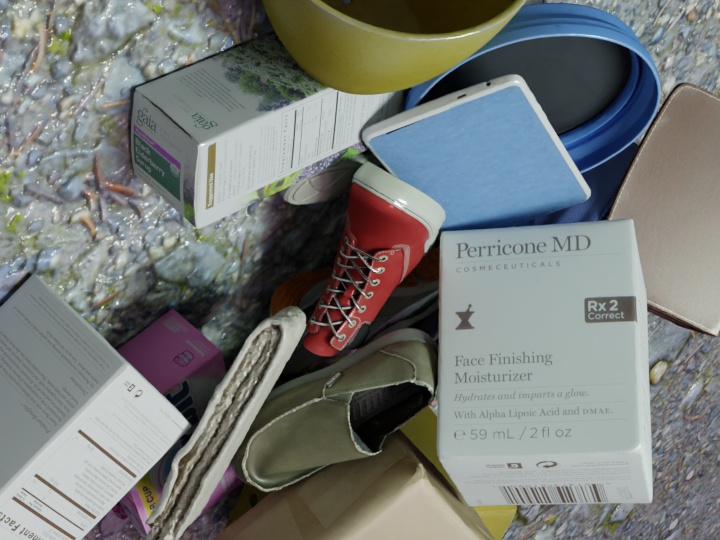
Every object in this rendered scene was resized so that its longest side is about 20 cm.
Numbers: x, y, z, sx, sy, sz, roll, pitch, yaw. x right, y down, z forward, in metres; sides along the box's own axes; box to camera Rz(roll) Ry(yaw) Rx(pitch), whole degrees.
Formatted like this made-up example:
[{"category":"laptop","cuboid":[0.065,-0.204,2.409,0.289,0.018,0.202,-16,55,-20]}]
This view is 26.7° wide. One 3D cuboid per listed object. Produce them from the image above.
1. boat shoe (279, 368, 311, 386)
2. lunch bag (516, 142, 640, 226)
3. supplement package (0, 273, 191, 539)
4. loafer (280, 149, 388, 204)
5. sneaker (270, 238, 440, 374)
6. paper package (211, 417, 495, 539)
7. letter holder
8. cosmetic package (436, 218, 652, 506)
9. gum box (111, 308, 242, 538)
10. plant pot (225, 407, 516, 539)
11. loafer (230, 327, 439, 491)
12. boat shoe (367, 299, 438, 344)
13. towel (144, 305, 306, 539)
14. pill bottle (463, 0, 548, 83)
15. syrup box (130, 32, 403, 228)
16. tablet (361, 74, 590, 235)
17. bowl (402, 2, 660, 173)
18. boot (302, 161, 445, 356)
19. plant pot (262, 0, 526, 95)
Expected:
[{"category":"boat shoe","cuboid":[-0.044,0.120,1.378,0.202,0.075,0.075,-42,122,-67]},{"category":"lunch bag","cuboid":[0.185,-0.046,1.460,0.200,0.132,0.136,-53,152,-23]},{"category":"supplement package","cuboid":[-0.248,0.129,1.098,0.200,0.121,0.120,-45,149,-8]},{"category":"loafer","cuboid":[-0.001,-0.097,1.240,0.072,0.063,0.200,-41,161,33]},{"category":"sneaker","cuboid":[-0.001,0.028,1.373,0.200,0.076,0.092,-22,147,-28]},{"category":"paper package","cuboid":[0.004,0.252,1.308,0.200,0.103,0.191,-39,128,3]},{"category":"letter holder","cuboid":[0.298,-0.060,1.417,0.101,0.142,0.200,-149,-96,-84]},{"category":"cosmetic package","cuboid":[0.158,0.082,1.274,0.165,0.165,0.200,60,29,-64]},{"category":"gum box","cuboid":[-0.164,0.141,1.271,0.113,0.066,0.200,-38,147,-23]},{"category":"plant pot","cuboid":[-0.010,0.245,1.473,0.200,0.196,0.194,5,120,-41]},{"category":"loafer","cuboid":[-0.021,0.120,1.237,0.200,0.070,0.075,-35,119,10]},{"category":"boat shoe","cuboid":[0.088,0.063,1.521,0.200,0.062,0.075,-28,140,-34]},{"category":"towel","cuboid":[-0.105,0.117,1.182,0.200,0.034,0.133,-60,179,5]},{"category":"pill bottle","cuboid":[0.097,-0.195,1.211,0.112,0.112,0.200,-46,149,-8]},{"category":"syrup box","cuboid":[-0.066,-0.115,1.117,0.200,0.079,0.081,-29,143,-32]},{"category":"tablet","cuboid":[0.096,-0.083,1.199,0.130,0.014,0.200,-19,150,16]},{"category":"bowl","cuboid":[0.130,-0.133,1.175,0.200,0.039,0.201,-7,150,-4]},{"category":"boot","cuboid":[0.000,0.000,1.203,0.144,0.072,0.200,-54,167,-8]},{"category":"plant pot","cuboid":[0.011,-0.201,1.047,0.200,0.200,0.142,-33,165,-26]}]
